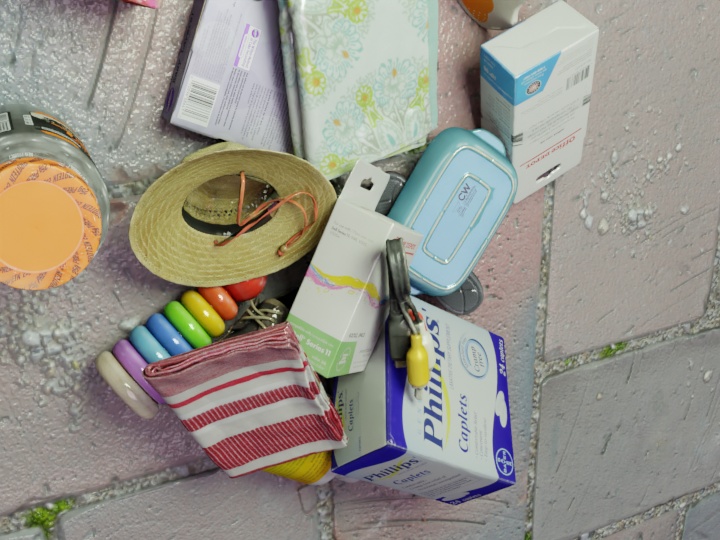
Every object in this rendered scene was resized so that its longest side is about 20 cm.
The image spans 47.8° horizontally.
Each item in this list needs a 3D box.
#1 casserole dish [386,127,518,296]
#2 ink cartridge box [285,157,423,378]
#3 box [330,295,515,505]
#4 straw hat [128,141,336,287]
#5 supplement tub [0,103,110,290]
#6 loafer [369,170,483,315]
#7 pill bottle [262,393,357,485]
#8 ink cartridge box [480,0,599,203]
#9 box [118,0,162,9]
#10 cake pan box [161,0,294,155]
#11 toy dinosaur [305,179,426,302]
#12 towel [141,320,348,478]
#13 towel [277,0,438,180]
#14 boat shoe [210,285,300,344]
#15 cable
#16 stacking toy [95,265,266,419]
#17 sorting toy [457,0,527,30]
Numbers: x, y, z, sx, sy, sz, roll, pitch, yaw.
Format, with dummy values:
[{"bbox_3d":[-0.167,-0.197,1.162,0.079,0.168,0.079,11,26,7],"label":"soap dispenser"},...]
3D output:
[{"bbox_3d":[0.100,-0.060,0.895,0.120,0.039,0.202,29,95,-20],"label":"casserole dish"},{"bbox_3d":[0.000,0.000,0.821,0.203,0.066,0.117,-67,161,6],"label":"ink cartridge box"},{"bbox_3d":[0.072,0.149,0.934,0.198,0.104,0.187,23,53,-33],"label":"box"},{"bbox_3d":[-0.128,-0.076,0.784,0.197,0.086,0.203,-14,146,-10],"label":"straw hat"},{"bbox_3d":[-0.277,-0.063,0.676,0.120,0.200,0.125,-10,114,-23],"label":"supplement tub"},{"bbox_3d":[0.075,-0.036,0.956,0.071,0.063,0.201,-31,110,18],"label":"loafer"},{"bbox_3d":[-0.078,0.182,0.925,0.198,0.104,0.106,26,96,-31],"label":"pill bottle"},{"bbox_3d":[0.199,-0.185,0.926,0.115,0.067,0.202,-31,146,-14],"label":"ink cartridge box"},{"bbox_3d":[-0.196,-0.333,0.676,0.094,0.100,0.204,11,103,-29],"label":"box"},{"bbox_3d":[-0.084,-0.210,0.809,0.181,0.052,0.204,13,102,-28],"label":"cake pan box"},{"bbox_3d":[-0.008,-0.008,0.918,0.087,0.048,0.201,-35,115,2],"label":"toy dinosaur"},{"bbox_3d":[-0.102,0.135,0.783,0.141,0.023,0.202,-17,136,6],"label":"towel"},{"bbox_3d":[0.004,-0.201,0.797,0.169,0.048,0.204,-25,125,-31],"label":"towel"},{"bbox_3d":[-0.103,0.061,0.848,0.199,0.073,0.075,-31,135,-58],"label":"boat shoe"},{"bbox_3d":[0.051,0.032,0.797,0.049,0.098,0.202,-1,135,3],"label":"cable"},{"bbox_3d":[-0.177,0.057,0.852,0.200,0.085,0.086,-44,122,-13],"label":"stacking toy"},{"bbox_3d":[0.170,-0.351,0.808,0.105,0.180,0.204,12,103,-29],"label":"sorting toy"}]
